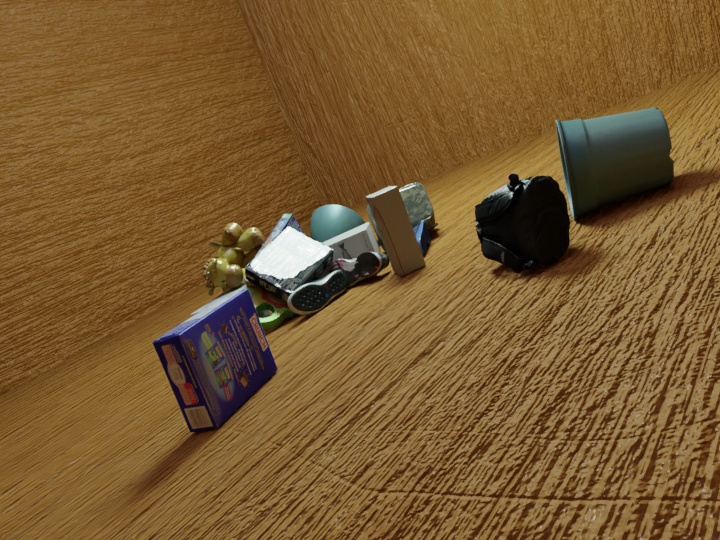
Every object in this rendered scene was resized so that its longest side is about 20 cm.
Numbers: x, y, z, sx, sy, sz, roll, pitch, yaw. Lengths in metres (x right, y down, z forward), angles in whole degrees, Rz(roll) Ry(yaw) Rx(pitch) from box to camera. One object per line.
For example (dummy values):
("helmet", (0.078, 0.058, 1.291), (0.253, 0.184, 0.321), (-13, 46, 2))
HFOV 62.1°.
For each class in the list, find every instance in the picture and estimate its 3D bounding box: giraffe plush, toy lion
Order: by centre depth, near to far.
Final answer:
("toy lion", (-0.227, 0.080, 1.566), (0.186, 0.070, 0.202), (7, 39, 7))
("giraffe plush", (-0.368, -0.019, 1.675), (0.194, 0.176, 0.164), (-2, 38, 19))

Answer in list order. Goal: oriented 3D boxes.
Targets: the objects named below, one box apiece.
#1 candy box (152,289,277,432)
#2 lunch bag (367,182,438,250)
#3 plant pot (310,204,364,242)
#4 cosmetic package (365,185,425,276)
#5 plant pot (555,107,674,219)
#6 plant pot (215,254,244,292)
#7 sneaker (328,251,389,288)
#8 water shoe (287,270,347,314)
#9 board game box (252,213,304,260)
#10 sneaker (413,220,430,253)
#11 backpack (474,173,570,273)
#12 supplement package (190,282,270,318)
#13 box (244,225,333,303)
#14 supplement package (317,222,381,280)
("candy box", (-0.248, 0.153, 1.059), (0.075, 0.173, 0.200), (-13, 13, 29))
("lunch bag", (0.130, -0.148, 1.803), (0.196, 0.142, 0.168), (-25, -20, -1))
("plant pot", (-0.087, -0.104, 2.038), (0.196, 0.200, 0.138), (-16, 45, 35))
("cosmetic package", (0.086, -0.098, 1.465), (0.071, 0.205, 0.104), (-23, 9, -5))
("plant pot", (0.506, -0.226, 1.198), (0.191, 0.206, 0.200), (-12, 13, 19))
("plant pot", (-0.346, 0.032, 1.894), (0.184, 0.207, 0.200), (-12, 7, -16))
("sneaker", (0.000, 0.000, 1.595), (0.197, 0.083, 0.085), (-11, -3, 43))
("water shoe", (-0.115, 0.065, 1.524), (0.198, 0.073, 0.078), (-25, -1, -41))
("board game box", (-0.223, -0.041, 1.707), (0.034, 0.137, 0.202), (5, 51, 35))
("sneaker", (0.144, -0.083, 1.635), (0.076, 0.072, 0.200), (-15, 12, 17))
("backpack", (0.294, -0.085, 1.102), (0.123, 0.173, 0.199), (-6, 1, -16))
("supplement package", (-0.352, 0.120, 1.640), (0.107, 0.116, 0.200), (-18, 10, 24))
("box", (-0.187, -0.018, 1.595), (0.157, 0.044, 0.201), (26, 49, 17))
("supplement package", (-0.045, -0.039, 1.719), (0.195, 0.120, 0.117), (-23, 10, 11))
